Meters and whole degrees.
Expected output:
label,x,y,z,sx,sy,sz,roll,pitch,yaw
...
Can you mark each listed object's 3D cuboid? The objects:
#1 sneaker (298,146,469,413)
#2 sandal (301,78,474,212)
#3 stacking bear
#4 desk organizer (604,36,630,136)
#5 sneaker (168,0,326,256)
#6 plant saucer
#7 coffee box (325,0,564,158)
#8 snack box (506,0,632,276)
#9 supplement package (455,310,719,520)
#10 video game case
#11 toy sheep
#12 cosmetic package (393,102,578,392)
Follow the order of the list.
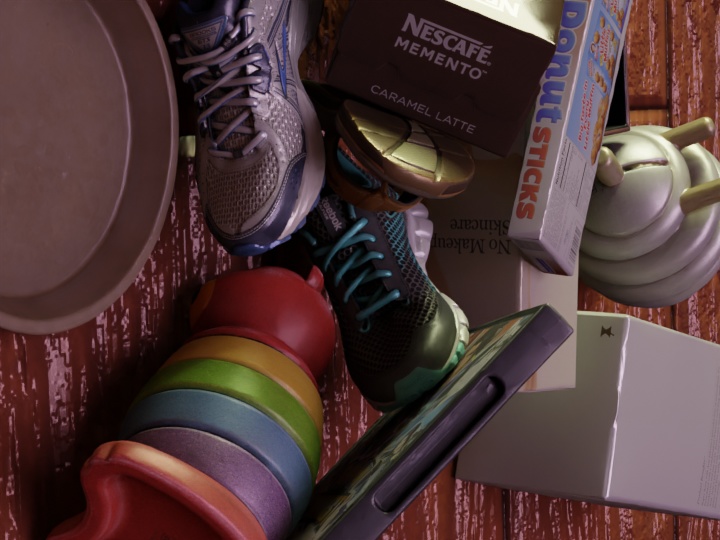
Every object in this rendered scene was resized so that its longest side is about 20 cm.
label,x,y,z,sx,sy,sz,roll,pitch,yaw
sneaker,0.000,0.000,1.184,0.091,0.077,0.200,46,13,-31
sandal,0.005,-0.062,1.160,0.080,0.200,0.054,18,98,-21
stacking bear,-0.070,0.077,1.107,0.113,0.122,0.201,27,46,-5
desk organizer,0.126,-0.186,1.392,0.072,0.077,0.201,-14,103,-53
sneaker,-0.069,-0.105,1.113,0.085,0.077,0.201,38,45,-55
plant saucer,-0.163,-0.069,1.036,0.200,0.029,0.201,-2,93,-55
coffee box,0.058,-0.168,1.201,0.200,0.114,0.080,-76,-171,-52
snack box,0.129,-0.103,1.259,0.072,0.024,0.201,38,62,-61
supplement package,0.171,0.099,1.433,0.200,0.119,0.122,17,79,-53
video game case,0.023,0.096,1.135,0.026,0.200,0.181,45,79,-2
toy sheep,0.198,-0.041,1.454,0.200,0.137,0.139,47,55,-53
cosmetic package,0.078,-0.026,1.313,0.071,0.105,0.201,0,90,-53
